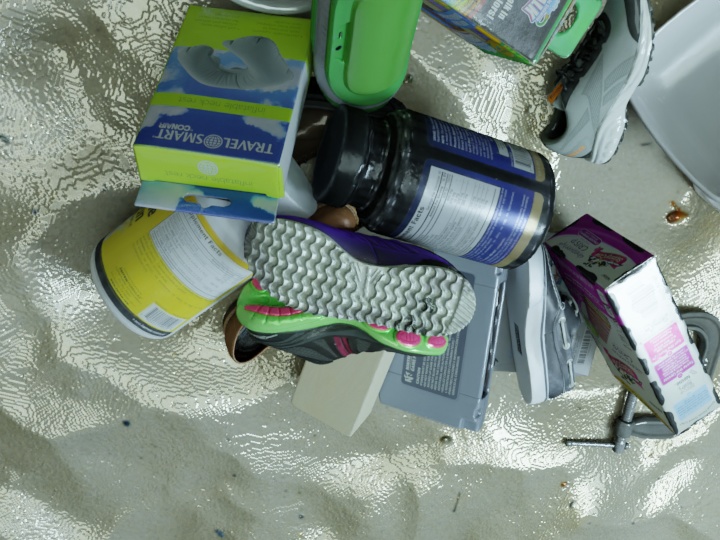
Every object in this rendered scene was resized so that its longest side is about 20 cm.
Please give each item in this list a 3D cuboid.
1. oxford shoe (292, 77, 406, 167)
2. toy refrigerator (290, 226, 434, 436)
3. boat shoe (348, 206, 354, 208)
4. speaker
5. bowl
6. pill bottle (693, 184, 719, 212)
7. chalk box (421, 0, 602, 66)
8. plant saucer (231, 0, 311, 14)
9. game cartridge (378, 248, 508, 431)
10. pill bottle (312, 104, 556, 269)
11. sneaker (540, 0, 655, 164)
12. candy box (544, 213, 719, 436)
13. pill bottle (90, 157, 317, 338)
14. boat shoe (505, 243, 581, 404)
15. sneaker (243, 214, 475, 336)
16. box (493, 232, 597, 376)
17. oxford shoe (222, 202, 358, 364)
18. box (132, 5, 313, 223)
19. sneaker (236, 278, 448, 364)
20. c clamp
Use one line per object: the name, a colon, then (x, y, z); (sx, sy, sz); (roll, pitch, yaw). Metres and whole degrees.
oxford shoe: (-0.054, -0.137, 0.793); (0.197, 0.073, 0.085); (0, 117, -3)
toy refrigerator: (0.002, 0.060, 0.854); (0.075, 0.070, 0.202); (26, 113, 13)
boat shoe: (0.071, -0.085, 0.846); (0.198, 0.071, 0.070); (0, 138, -17)
speaker: (0.006, -0.208, 0.664); (0.087, 0.200, 0.089); (2, 69, -5)
bowl: (0.384, -0.176, 0.822); (0.199, 0.201, 0.074); (-37, 157, 16)
pill bottle: (0.460, -0.140, 0.882); (0.110, 0.111, 0.201); (32, 100, -21)
chalk box: (0.125, -0.271, 0.752); (0.199, 0.124, 0.125); (28, 101, -21)
plant saucer: (-0.070, -0.328, 0.721); (0.198, 0.050, 0.203); (-3, 109, -10)
game cartridge: (0.078, 0.056, 0.869); (0.132, 0.041, 0.202); (16, 109, 29)
pill bottle: (0.063, -0.077, 0.738); (0.198, 0.112, 0.113); (15, 106, -18)
sneaker: (0.230, -0.194, 0.811); (0.078, 0.074, 0.202); (5, 128, -4)
candy box: (0.278, 0.054, 0.857); (0.061, 0.137, 0.201); (-34, 114, 1)
pill bottle: (-0.141, -0.032, 0.762); (0.199, 0.112, 0.112); (-34, 115, 17)
boat shoe: (0.196, 0.048, 0.870); (0.067, 0.072, 0.202); (-13, 114, -6)
sneaker: (0.000, 0.001, 0.712); (0.198, 0.100, 0.070); (18, 105, 3)
box: (0.175, 0.035, 0.921); (0.198, 0.041, 0.158); (4, 108, -15)
oxford shoe: (-0.066, 0.016, 0.831); (0.071, 0.071, 0.201); (31, 107, -21)
box: (-0.110, -0.137, 0.699); (0.120, 0.202, 0.048); (7, 145, 2)
sneaker: (-0.015, 0.046, 0.778); (0.197, 0.078, 0.084); (9, 151, -3)
c clamp: (0.355, 0.138, 1.008); (0.169, 0.027, 0.202); (9, 108, -16)
